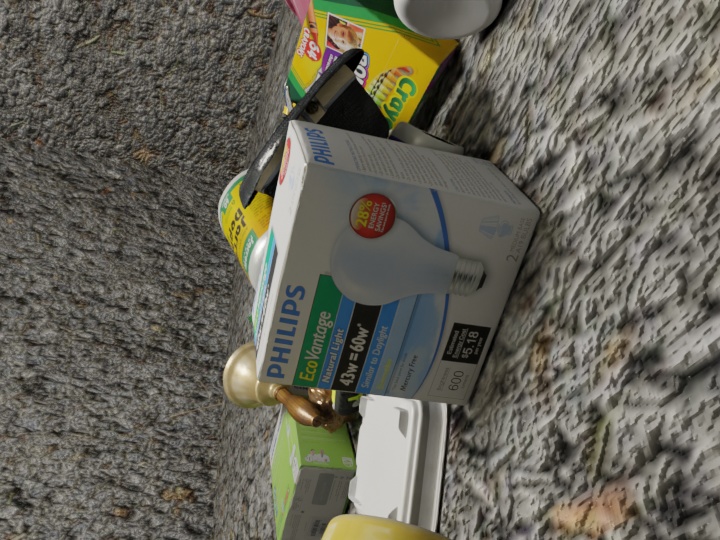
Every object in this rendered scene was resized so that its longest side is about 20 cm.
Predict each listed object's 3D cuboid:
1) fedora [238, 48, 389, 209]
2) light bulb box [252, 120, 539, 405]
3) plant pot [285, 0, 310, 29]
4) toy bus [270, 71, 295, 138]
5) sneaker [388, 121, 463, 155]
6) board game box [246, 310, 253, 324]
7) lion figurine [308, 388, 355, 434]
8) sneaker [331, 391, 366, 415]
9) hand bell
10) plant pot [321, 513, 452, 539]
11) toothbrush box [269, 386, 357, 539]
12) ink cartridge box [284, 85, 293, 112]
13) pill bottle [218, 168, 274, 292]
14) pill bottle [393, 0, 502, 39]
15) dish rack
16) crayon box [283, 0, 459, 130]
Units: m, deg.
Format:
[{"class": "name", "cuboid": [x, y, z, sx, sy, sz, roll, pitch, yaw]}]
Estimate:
[{"class": "fedora", "cuboid": [-0.034, -0.123, 0.699, 0.201, 0.091, 0.201, -50, 7, 8]}, {"class": "light bulb box", "cuboid": [0.018, -0.005, 0.608, 0.125, 0.197, 0.201, -112, 33, -62]}, {"class": "plant pot", "cuboid": [-0.014, -0.382, 0.955, 0.200, 0.197, 0.181, 122, 144, -55]}, {"class": "toy bus", "cuboid": [-0.054, -0.247, 1.161, 0.192, 0.134, 0.203, 33, 111, 59]}, {"class": "sneaker", "cuboid": [0.042, -0.078, 0.750, 0.200, 0.080, 0.148, -130, 60, -78]}, {"class": "board game box", "cuboid": [-0.074, 0.053, 0.910, 0.200, 0.105, 0.023, -42, 0, 45]}, {"class": "lion figurine", "cuboid": [-0.027, 0.113, 0.944, 0.123, 0.071, 0.203, -108, 29, -65]}, {"class": "sneaker", "cuboid": [-0.008, 0.086, 0.827, 0.076, 0.075, 0.203, 40, 133, 43]}, {"class": "hand bell", "cuboid": [-0.107, 0.173, 0.955, 0.199, 0.103, 0.106, 16, 98, 56]}, {"class": "plant pot", "cuboid": [0.014, 0.301, 0.515, 0.201, 0.198, 0.191, 123, 167, -56]}, {"class": "toothbrush box", "cuboid": [-0.075, 0.279, 1.005, 0.200, 0.085, 0.148, -116, 38, -63]}, {"class": "ink cartridge box", "cuboid": [-0.052, -0.134, 0.895, 0.200, 0.040, 0.203, -123, 17, -80]}, {"class": "pill bottle", "cuboid": [-0.083, -0.028, 0.769, 0.200, 0.111, 0.114, 52, 133, 48]}, {"class": "pill bottle", "cuboid": [0.092, -0.349, 0.694, 0.109, 0.108, 0.203, 145, 132, -69]}, {"class": "dish rack", "cuboid": [0.032, 0.204, 0.740, 0.200, 0.043, 0.175, 164, 114, -74]}, {"class": "crayon box", "cuboid": [0.004, -0.246, 0.848, 0.058, 0.172, 0.200, -48, -5, -33]}]
